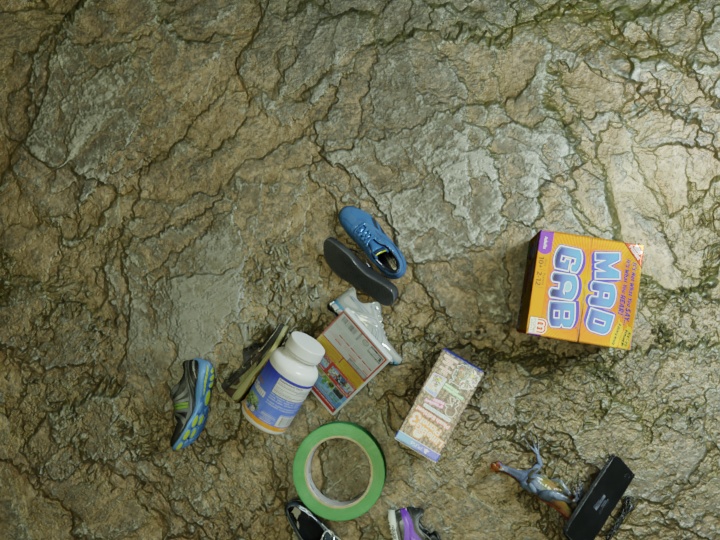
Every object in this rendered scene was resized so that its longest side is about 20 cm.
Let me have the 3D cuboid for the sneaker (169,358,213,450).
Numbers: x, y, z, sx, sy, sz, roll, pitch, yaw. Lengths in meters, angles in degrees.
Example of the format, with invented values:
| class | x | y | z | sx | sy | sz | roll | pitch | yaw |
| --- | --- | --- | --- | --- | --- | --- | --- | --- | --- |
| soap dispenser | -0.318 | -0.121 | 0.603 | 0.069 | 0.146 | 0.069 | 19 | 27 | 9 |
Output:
| class | x | y | z | sx | sy | sz | roll | pitch | yaw |
| --- | --- | --- | --- | --- | --- | --- | --- | --- | --- |
| sneaker | -0.378 | 0.291 | 1.761 | 0.082 | 0.071 | 0.202 | 11 | 86 | 21 |

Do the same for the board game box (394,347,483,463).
| class | x | y | z | sx | sy | sz | roll | pitch | yaw |
| --- | --- | --- | --- | --- | --- | --- | --- | --- | --- |
| board game box | 0.163 | 0.270 | 1.650 | 0.096 | 0.159 | 0.202 | 29 | 89 | 8 |

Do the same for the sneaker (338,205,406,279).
| class | x | y | z | sx | sy | sz | roll | pitch | yaw |
| --- | --- | --- | --- | --- | --- | --- | --- | --- | --- |
| sneaker | 0.026 | -0.065 | 1.730 | 0.066 | 0.078 | 0.200 | -42 | 81 | 4 |

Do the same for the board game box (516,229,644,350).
| class | x | y | z | sx | sy | sz | roll | pitch | yaw |
| --- | --- | --- | --- | --- | --- | --- | --- | --- | --- |
| board game box | 0.432 | 0.041 | 1.613 | 0.197 | 0.200 | 0.203 | 9 | 88 | 7 |

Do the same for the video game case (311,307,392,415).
| class | x | y | z | sx | sy | sz | roll | pitch | yaw |
| --- | --- | --- | --- | --- | --- | --- | --- | --- | --- |
| video game case | -0.043 | 0.194 | 1.708 | 0.143 | 0.017 | 0.200 | 47 | 117 | 7 |

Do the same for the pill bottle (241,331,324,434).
| class | x | y | z | sx | sy | sz | roll | pitch | yaw |
| --- | --- | --- | --- | --- | --- | --- | --- | --- | --- |
| pill bottle | -0.158 | 0.232 | 1.692 | 0.111 | 0.112 | 0.201 | 32 | 104 | 8 |

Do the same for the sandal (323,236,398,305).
| class | x | y | z | sx | sy | sz | roll | pitch | yaw |
| --- | --- | --- | --- | --- | --- | --- | --- | --- | --- |
| sandal | 0.000 | 0.001 | 1.741 | 0.200 | 0.076 | 0.043 | 40 | 49 | 6 |

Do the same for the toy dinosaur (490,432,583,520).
| class | x | y | z | sx | sy | sz | roll | pitch | yaw |
| --- | --- | --- | --- | --- | --- | --- | --- | --- | --- |
| toy dinosaur | 0.357 | 0.447 | 1.657 | 0.179 | 0.105 | 0.203 | 0 | 99 | 27 |

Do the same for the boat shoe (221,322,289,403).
| class | x | y | z | sx | sy | sz | roll | pitch | yaw |
| --- | --- | --- | --- | --- | --- | --- | --- | --- | --- |
| boat shoe | -0.230 | 0.191 | 1.744 | 0.066 | 0.072 | 0.202 | 35 | 95 | 2 |

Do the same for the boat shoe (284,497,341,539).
| class | x | y | z | sx | sy | sz | roll | pitch | yaw |
| --- | --- | --- | --- | --- | --- | --- | --- | --- | --- |
| boat shoe | -0.089 | 0.569 | 1.706 | 0.075 | 0.062 | 0.201 | -35 | 84 | 1 |

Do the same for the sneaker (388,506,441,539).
| class | x | y | z | sx | sy | sz | roll | pitch | yaw |
| --- | --- | --- | --- | --- | --- | --- | --- | --- | --- |
| sneaker | 0.125 | 0.590 | 1.678 | 0.098 | 0.070 | 0.203 | -15 | 85 | 3 |

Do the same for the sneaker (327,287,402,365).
| class | x | y | z | sx | sy | sz | roll | pitch | yaw |
| --- | --- | --- | --- | --- | --- | --- | --- | --- | --- |
| sneaker | 0.026 | 0.116 | 1.723 | 0.200 | 0.075 | 0.087 | 45 | 77 | 2 |

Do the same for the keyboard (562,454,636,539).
| class | x | y | z | sx | sy | sz | roll | pitch | yaw |
| --- | --- | --- | --- | --- | --- | --- | --- | --- | --- |
| keyboard | 0.493 | 0.483 | 1.633 | 0.127 | 0.021 | 0.200 | 47 | 72 | -18 |

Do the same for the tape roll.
| class | x | y | z | sx | sy | sz | roll | pitch | yaw |
| --- | --- | --- | --- | --- | --- | --- | --- | --- | --- |
| tape roll | -0.044 | 0.425 | 1.718 | 0.197 | 0.048 | 0.203 | 0 | 86 | 6 |
